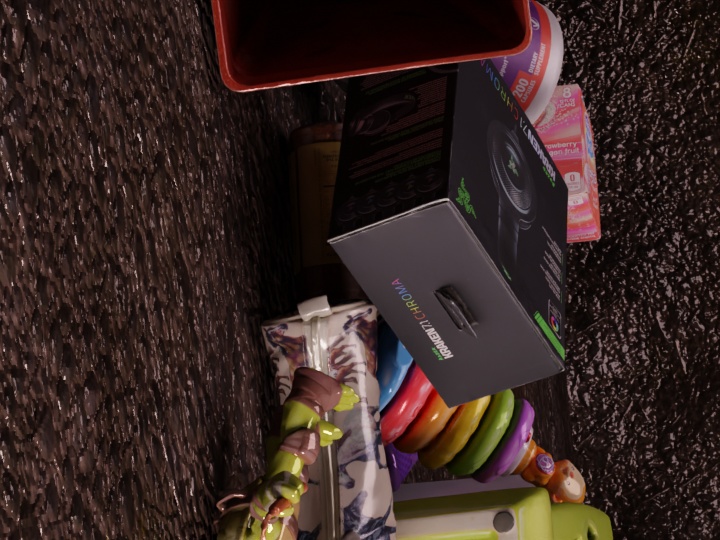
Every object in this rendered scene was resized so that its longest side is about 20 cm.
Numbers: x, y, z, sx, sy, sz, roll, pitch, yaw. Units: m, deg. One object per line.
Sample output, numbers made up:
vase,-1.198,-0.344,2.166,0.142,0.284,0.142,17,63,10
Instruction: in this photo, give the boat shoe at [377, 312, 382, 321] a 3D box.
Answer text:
boat shoe,0.000,0.000,1.833,0.068,0.072,0.200,47,27,-6

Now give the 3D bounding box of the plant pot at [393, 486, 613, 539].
plant pot,0.070,0.258,1.712,0.181,0.198,0.201,43,43,-65

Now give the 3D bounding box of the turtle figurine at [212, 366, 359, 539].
turtle figurine,-0.053,0.148,1.413,0.201,0.064,0.162,92,15,-55

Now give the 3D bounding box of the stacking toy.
stacking toy,0.084,0.116,1.781,0.110,0.199,0.116,-49,-167,42

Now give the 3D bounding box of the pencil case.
pencil case,-0.018,0.115,1.594,0.089,0.077,0.202,-154,-122,-85

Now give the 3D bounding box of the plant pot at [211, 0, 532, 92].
plant pot,-0.007,-0.235,1.589,0.176,0.199,0.201,-114,-163,-80

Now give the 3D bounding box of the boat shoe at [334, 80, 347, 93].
boat shoe,-0.006,-0.234,1.898,0.060,0.073,0.201,6,71,-75

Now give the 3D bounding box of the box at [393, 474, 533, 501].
box,0.094,0.274,1.934,0.106,0.151,0.201,-38,122,-78

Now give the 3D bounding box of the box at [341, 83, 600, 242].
box,0.090,-0.077,1.968,0.095,0.199,0.103,60,25,-64

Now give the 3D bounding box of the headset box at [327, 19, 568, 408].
headset box,0.063,-0.034,1.632,0.174,0.092,0.201,55,28,-35

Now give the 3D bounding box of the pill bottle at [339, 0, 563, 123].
pill bottle,0.047,-0.177,1.804,0.199,0.112,0.113,19,56,-31

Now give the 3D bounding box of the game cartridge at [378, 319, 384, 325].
game cartridge,0.075,0.028,2.015,0.200,0.132,0.042,56,30,-70

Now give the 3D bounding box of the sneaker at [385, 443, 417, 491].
sneaker,0.042,0.114,1.913,0.200,0.088,0.081,-67,151,-68

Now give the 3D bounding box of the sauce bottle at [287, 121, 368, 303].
sauce bottle,-0.017,-0.003,1.716,0.066,0.066,0.201,40,47,-76
